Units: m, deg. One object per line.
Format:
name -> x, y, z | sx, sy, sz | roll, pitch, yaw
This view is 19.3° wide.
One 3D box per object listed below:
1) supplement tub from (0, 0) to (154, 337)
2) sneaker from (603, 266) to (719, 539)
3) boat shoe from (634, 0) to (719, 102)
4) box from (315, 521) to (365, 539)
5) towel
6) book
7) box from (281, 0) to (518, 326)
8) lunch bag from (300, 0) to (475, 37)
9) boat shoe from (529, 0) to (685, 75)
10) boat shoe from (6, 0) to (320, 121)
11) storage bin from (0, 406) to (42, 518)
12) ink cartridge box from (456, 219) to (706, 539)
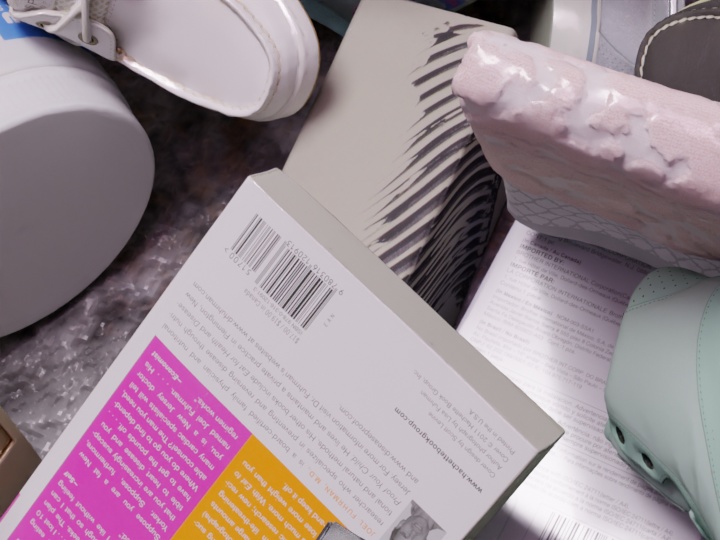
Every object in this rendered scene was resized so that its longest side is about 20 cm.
supplement tub -> -0.187, -0.082, 0.867 | 0.132, 0.132, 0.200 | -38, 62, -7
sneaker -> 0.138, 0.092, 0.713 | 0.073, 0.202, 0.118 | -18, 21, -29
boat shoe -> 0.161, -0.059, 0.728 | 0.200, 0.066, 0.072 | 25, 112, 49
box -> 0.063, 0.163, 0.645 | 0.160, 0.200, 0.044 | 28, 73, 23
towel -> 0.132, -0.015, 0.681 | 0.199, 0.191, 0.032 | 19, 85, 10
book -> -0.043, 0.085, 0.723 | 0.134, 0.048, 0.200 | 43, 111, 12
box -> 0.000, 0.000, 0.811 | 0.068, 0.082, 0.201 | 16, 70, 19
lunch bag -> -0.013, -0.187, 0.808 | 0.170, 0.199, 0.123 | -20, 51, 50
boat shoe -> 0.113, -0.153, 0.875 | 0.071, 0.070, 0.202 | 10, 64, -4
boat shoe -> -0.107, -0.114, 0.796 | 0.199, 0.071, 0.069 | 35, 33, 15
storage bin -> -0.232, 0.034, 0.781 | 0.198, 0.200, 0.094 | 26, 70, 23
ink cartridge box -> 0.085, 0.056, 0.784 | 0.119, 0.042, 0.201 | 23, 74, 20
